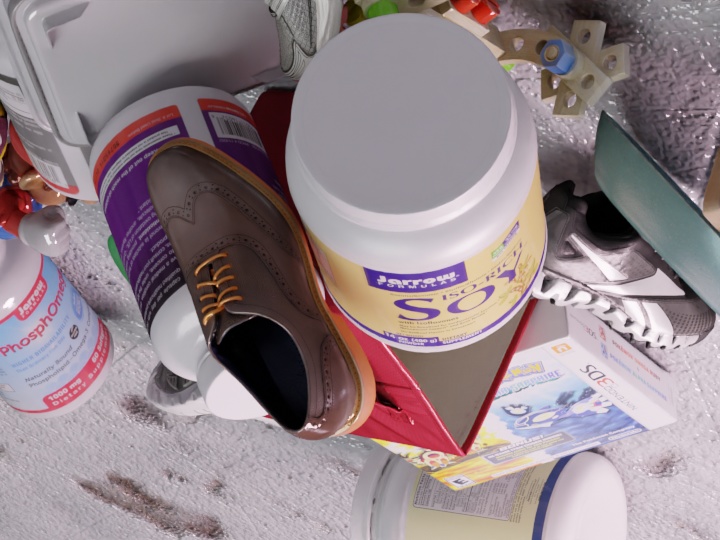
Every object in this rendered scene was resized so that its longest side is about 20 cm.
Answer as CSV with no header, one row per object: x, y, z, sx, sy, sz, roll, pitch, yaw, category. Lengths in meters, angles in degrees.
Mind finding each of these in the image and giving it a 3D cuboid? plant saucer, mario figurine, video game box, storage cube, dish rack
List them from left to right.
-0.246,-0.048,1.681,0.200,0.124,0.106,-37,158,34,mario figurine
-0.121,-0.152,1.395,0.199,0.044,0.172,-21,144,-5,dish rack
0.000,0.000,1.523,0.179,0.200,0.171,8,149,35,storage cube
0.108,0.093,1.651,0.199,0.047,0.182,-21,145,26,video game box
0.208,-0.016,1.382,0.200,0.036,0.200,45,-172,-8,plant saucer

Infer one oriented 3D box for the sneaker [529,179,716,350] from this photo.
0.183,-0.006,1.508,0.200,0.067,0.091,20,115,-35,sneaker

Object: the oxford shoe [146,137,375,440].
-0.066,0.007,1.263,0.071,0.073,0.200,-41,76,22,oxford shoe

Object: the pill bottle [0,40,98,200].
-0.195,-0.149,1.492,0.113,0.114,0.200,11,148,20,pill bottle

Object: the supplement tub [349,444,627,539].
0.106,0.213,1.842,0.199,0.145,0.145,5,146,28,supplement tub

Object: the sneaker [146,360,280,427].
-0.095,0.103,1.874,0.199,0.078,0.099,-5,144,40,sneaker

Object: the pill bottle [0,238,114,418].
-0.296,0.029,1.855,0.108,0.109,0.200,3,146,31,pill bottle

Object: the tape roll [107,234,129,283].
-0.106,0.027,1.712,0.200,0.048,0.201,38,164,12,tape roll

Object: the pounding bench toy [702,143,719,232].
0.282,-0.029,1.274,0.156,0.201,0.124,-13,136,45,pounding bench toy

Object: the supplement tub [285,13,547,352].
0.034,-0.050,1.298,0.145,0.146,0.200,15,161,13,supplement tub

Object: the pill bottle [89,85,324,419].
-0.092,-0.010,1.386,0.112,0.200,0.113,-17,148,-11,pill bottle

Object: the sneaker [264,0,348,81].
-0.064,-0.200,1.297,0.078,0.082,0.201,-127,18,-60,sneaker

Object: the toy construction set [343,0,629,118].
0.067,-0.159,1.334,0.131,0.092,0.200,-33,130,27,toy construction set

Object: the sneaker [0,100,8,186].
-0.281,-0.130,1.573,0.075,0.200,0.090,0,117,-18,sneaker
